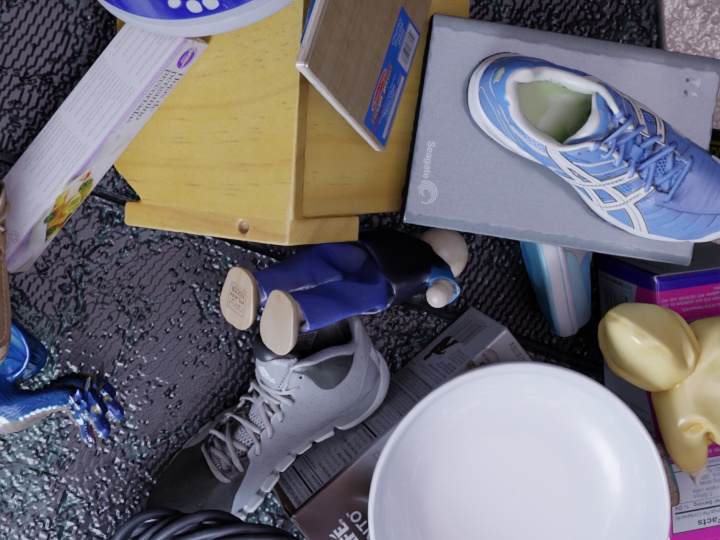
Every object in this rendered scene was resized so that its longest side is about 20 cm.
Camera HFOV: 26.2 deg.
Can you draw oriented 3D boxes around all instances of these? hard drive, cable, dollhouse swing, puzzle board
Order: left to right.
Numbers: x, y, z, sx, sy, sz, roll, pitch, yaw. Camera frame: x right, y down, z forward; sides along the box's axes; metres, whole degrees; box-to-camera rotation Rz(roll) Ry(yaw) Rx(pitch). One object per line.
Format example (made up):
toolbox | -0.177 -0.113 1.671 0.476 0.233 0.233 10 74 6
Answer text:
cable | -0.082 0.212 1.041 0.198 0.051 0.164 -3 134 14
dollhouse swing | -0.044 -0.130 1.057 0.180 0.176 0.202 7 100 26
puzzle board | 0.015 -0.191 0.958 0.017 0.151 0.202 14 80 21
hard drive | 0.133 -0.087 1.041 0.198 0.033 0.141 8 93 -4

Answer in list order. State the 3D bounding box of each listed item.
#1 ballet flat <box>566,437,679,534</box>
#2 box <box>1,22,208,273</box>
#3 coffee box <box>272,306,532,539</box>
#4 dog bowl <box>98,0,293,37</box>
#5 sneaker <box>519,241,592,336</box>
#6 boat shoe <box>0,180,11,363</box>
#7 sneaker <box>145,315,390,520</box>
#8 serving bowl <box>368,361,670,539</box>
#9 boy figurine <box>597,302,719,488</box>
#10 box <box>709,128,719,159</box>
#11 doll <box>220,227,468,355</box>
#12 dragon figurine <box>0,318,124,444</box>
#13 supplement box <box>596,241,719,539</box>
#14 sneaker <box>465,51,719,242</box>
ballet flat | 0.144 0.192 1.101 0.200 0.068 0.068 -40 75 30
box | -0.178 -0.084 0.993 0.041 0.039 0.200 44 103 14
coffee box | 0.048 0.138 1.103 0.200 0.080 0.113 -41 108 -5
dog bowl | -0.099 -0.247 0.938 0.200 0.200 0.079 -44 151 -4
sneaker | 0.176 -0.058 1.099 0.129 0.080 0.202 -11 103 -4
boat shoe | -0.254 -0.037 0.956 0.071 0.064 0.201 -6 72 -53
sneaker | -0.074 0.091 1.042 0.200 0.075 0.116 -38 147 -15
serving bowl | 0.103 0.155 1.034 0.198 0.066 0.202 0 97 -1
boy figurine | 0.243 0.085 1.050 0.199 0.064 0.125 25 92 -17
box | 0.316 -0.068 1.078 0.159 0.200 0.045 5 98 -15
doll | 0.000 0.000 1.046 0.199 0.136 0.049 -16 124 -42
dragon figurine | -0.244 0.055 1.013 0.099 0.059 0.200 -45 78 -3
supplement box | 0.242 0.089 1.137 0.102 0.101 0.202 -6 101 -14
sneaker | 0.159 -0.074 0.988 0.199 0.077 0.076 25 91 -4
